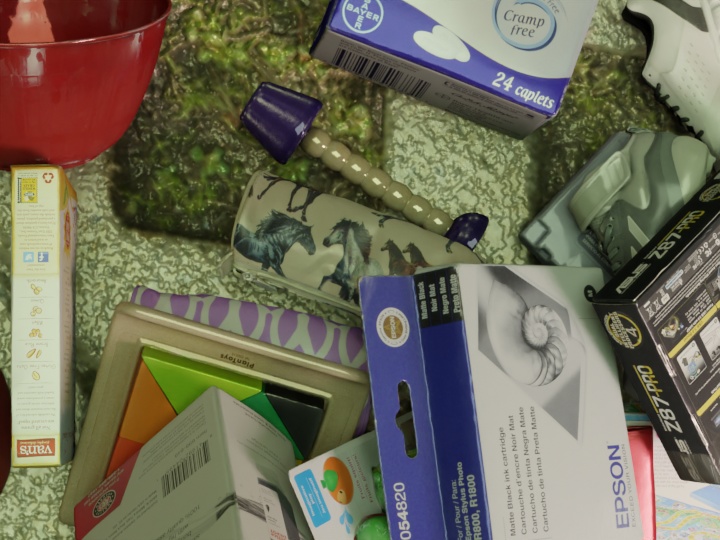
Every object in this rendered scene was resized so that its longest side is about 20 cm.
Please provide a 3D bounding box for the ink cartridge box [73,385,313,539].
[{"bbox_3d":[-0.104,0.196,0.979,0.146,0.200,0.085,-41,122,17],"label":"ink cartridge box"}]

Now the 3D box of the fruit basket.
[{"bbox_3d":[0.041,0.194,1.040,0.093,0.200,0.186,-23,86,25],"label":"fruit basket"}]

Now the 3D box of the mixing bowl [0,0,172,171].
[{"bbox_3d":[-0.231,-0.136,1.080,0.199,0.200,0.109,0,114,-7],"label":"mixing bowl"}]

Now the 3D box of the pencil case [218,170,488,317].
[{"bbox_3d":[0.000,0.000,1.117,0.199,0.078,0.090,21,71,8],"label":"pencil case"}]

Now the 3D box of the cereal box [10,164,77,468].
[{"bbox_3d":[-0.220,0.036,1.073,0.039,0.144,0.201,0,84,-7],"label":"cereal box"}]

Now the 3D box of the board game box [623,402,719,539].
[{"bbox_3d":[0.188,0.168,1.151,0.199,0.034,0.135,3,99,-7],"label":"board game box"}]

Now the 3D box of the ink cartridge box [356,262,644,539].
[{"bbox_3d":[0.098,0.094,1.038,0.199,0.041,0.201,-1,78,-37],"label":"ink cartridge box"}]

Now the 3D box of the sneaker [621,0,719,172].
[{"bbox_3d":[0.260,-0.135,1.189,0.080,0.074,0.201,-17,80,-2],"label":"sneaker"}]

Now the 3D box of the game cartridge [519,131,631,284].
[{"bbox_3d":[0.236,-0.004,1.187,0.133,0.041,0.200,-45,92,-5],"label":"game cartridge"}]

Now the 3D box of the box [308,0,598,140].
[{"bbox_3d":[0.083,-0.228,1.152,0.183,0.105,0.201,20,82,-5],"label":"box"}]

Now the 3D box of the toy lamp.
[{"bbox_3d":[0.000,-0.072,1.155,0.200,0.058,0.058,35,82,-4],"label":"toy lamp"}]

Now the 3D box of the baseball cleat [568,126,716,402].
[{"bbox_3d":[0.199,-0.007,1.141,0.106,0.070,0.201,13,79,8],"label":"baseball cleat"}]

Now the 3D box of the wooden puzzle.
[{"bbox_3d":[-0.105,0.130,1.081,0.184,0.037,0.201,16,117,-6],"label":"wooden puzzle"}]

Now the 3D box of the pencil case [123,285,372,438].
[{"bbox_3d":[-0.079,0.065,1.117,0.199,0.085,0.084,14,90,-7],"label":"pencil case"}]

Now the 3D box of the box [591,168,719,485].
[{"bbox_3d":[0.268,0.028,1.100,0.200,0.049,0.162,-43,113,-29],"label":"box"}]

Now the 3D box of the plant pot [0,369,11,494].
[{"bbox_3d":[-0.337,0.111,1.036,0.199,0.177,0.202,1,85,-8],"label":"plant pot"}]

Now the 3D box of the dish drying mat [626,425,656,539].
[{"bbox_3d":[0.181,0.215,1.131,0.076,0.018,0.201,-5,98,-7],"label":"dish drying mat"}]
